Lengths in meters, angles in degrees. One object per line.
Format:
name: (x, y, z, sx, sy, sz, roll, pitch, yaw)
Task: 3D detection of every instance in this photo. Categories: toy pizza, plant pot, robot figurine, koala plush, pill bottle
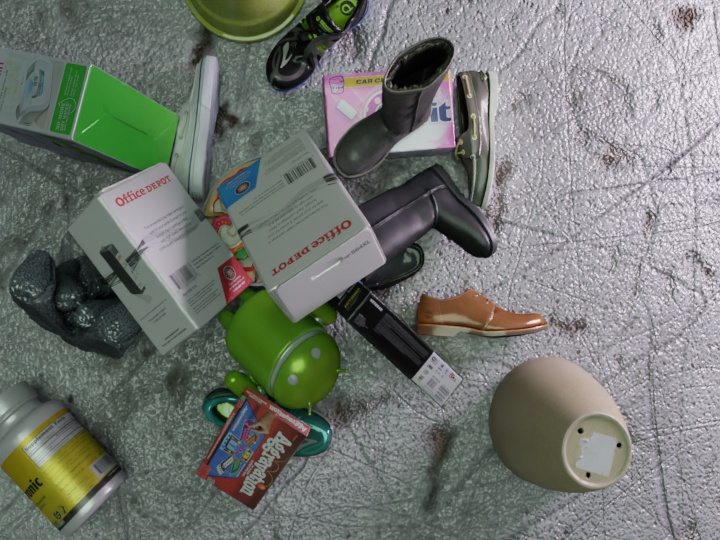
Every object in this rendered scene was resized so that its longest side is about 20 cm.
toy pizza: (-0.140, -0.078, 1.023, 0.194, 0.032, 0.206, -4, 69, 10)
plant pot: (0.289, 0.225, 0.992, 0.181, 0.200, 0.194, 0, 89, -3)
robot figurine: (-0.107, 0.106, 0.996, 0.199, 0.116, 0.176, 38, 82, 28)
koala plush: (-0.352, 0.001, 1.003, 0.174, 0.184, 0.204, 26, 67, -8)
plant pot: (-0.167, -0.445, 0.990, 0.194, 0.184, 0.207, 0, 89, -3)
pill bottle: (-0.429, 0.255, 1.000, 0.111, 0.111, 0.200, -43, 90, -3)

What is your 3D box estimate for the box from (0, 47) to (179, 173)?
box: (-0.369, -0.199, 0.946, 0.172, 0.199, 0.100, 15, 88, 19)

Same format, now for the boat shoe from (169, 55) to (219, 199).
boat shoe: (-0.245, -0.207, 1.036, 0.065, 0.074, 0.207, 6, 89, -3)

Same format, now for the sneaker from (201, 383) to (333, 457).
sneaker: (-0.134, 0.222, 1.031, 0.194, 0.080, 0.080, 16, 88, -3)

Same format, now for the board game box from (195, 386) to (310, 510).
board game box: (-0.152, 0.250, 0.997, 0.101, 0.020, 0.202, 31, 127, -3)

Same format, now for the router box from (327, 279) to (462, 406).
router box: (0.033, 0.080, 0.971, 0.051, 0.149, 0.200, -47, 119, -2)

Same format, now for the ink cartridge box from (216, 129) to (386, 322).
ink cartridge box: (-0.078, -0.059, 0.917, 0.144, 0.085, 0.202, -32, 54, -1)

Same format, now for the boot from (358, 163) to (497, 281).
boot: (0.074, -0.045, 1.011, 0.197, 0.066, 0.166, -30, 70, -28)

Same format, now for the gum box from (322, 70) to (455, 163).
gum box: (0.045, -0.225, 1.054, 0.193, 0.066, 0.117, -5, 91, -3)

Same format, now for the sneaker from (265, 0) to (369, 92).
sneaker: (-0.065, -0.344, 1.043, 0.199, 0.083, 0.071, -45, 91, -3)

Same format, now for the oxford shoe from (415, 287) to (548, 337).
oxford shoe: (0.178, 0.063, 1.056, 0.193, 0.071, 0.074, 3, 84, -2)

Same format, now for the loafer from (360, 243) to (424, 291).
loafer: (0.000, 0.000, 1.046, 0.194, 0.070, 0.070, -12, 90, -3)

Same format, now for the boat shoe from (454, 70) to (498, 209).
boat shoe: (0.166, -0.192, 1.059, 0.058, 0.072, 0.208, 3, 83, -2)

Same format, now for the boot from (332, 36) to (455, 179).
boot: (0.037, -0.199, 0.919, 0.181, 0.200, 0.073, -43, 93, -2)

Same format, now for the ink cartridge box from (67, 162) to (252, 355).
ink cartridge box: (-0.255, -0.019, 0.936, 0.083, 0.144, 0.202, -31, 98, 30)
